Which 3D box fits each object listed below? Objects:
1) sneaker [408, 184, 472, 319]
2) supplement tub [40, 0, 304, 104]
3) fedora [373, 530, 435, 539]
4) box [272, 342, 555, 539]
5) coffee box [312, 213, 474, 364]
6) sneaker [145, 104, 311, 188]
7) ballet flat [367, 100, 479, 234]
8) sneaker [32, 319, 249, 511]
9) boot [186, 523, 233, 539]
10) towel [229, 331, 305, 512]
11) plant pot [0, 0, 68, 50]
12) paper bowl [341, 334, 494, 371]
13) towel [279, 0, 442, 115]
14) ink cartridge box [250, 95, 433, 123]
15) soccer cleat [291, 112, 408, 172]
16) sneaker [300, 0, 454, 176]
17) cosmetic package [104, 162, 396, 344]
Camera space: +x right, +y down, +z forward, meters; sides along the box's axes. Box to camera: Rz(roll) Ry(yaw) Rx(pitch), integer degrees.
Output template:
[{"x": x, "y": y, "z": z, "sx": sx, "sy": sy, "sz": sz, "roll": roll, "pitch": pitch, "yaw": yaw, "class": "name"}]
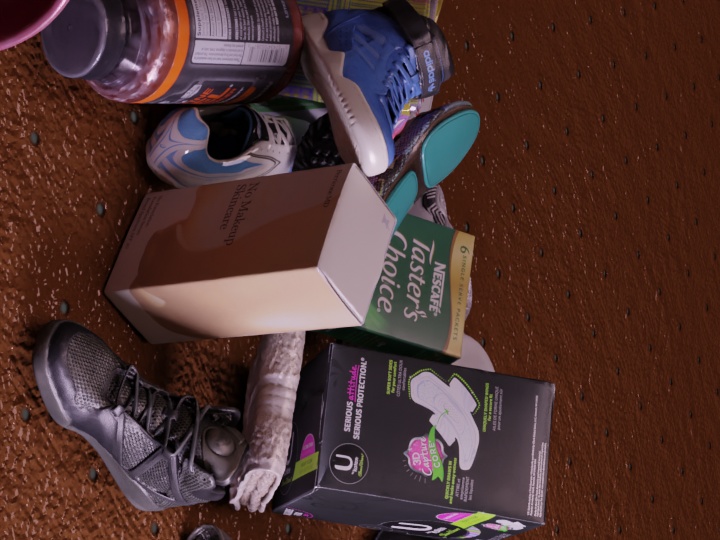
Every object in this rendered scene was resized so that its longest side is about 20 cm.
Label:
[{"x": 0.022, "y": -0.033, "z": 1.660, "sx": 0.114, "sy": 0.075, "sz": 0.200, "roll": 1, "pitch": 52, "yaw": -29, "class": "sneaker"}, {"x": -0.142, "y": -0.178, "z": 1.349, "sx": 0.200, "sy": 0.107, "sz": 0.107, "roll": -6, "pitch": 91, "yaw": -50, "class": "supplement tub"}, {"x": 0.074, "y": 0.325, "z": 1.698, "sx": 0.200, "sy": 0.091, "sz": 0.202, "roll": 11, "pitch": 78, "yaw": -60, "class": "fedora"}, {"x": 0.042, "y": 0.151, "z": 1.519, "sx": 0.199, "sy": 0.149, "sz": 0.125, "roll": 12, "pitch": 71, "yaw": -15, "class": "box"}, {"x": 0.000, "y": 0.000, "z": 1.552, "sx": 0.199, "sy": 0.044, "sz": 0.123, "roll": 19, "pitch": 65, "yaw": -21, "class": "coffee box"}, {"x": -0.088, "y": -0.102, "z": 1.460, "sx": 0.200, "sy": 0.072, "sz": 0.072, "roll": -8, "pitch": 69, "yaw": -54, "class": "sneaker"}, {"x": 0.030, "y": -0.090, "z": 1.545, "sx": 0.200, "sy": 0.074, "sz": 0.074, "roll": -48, "pitch": 127, "yaw": -41, "class": "ballet flat"}, {"x": -0.151, "y": 0.103, "z": 1.306, "sx": 0.200, "sy": 0.114, "sz": 0.076, "roll": 58, "pitch": 38, "yaw": -37, "class": "sneaker"}, {"x": -0.081, "y": 0.318, "z": 1.446, "sx": 0.200, "sy": 0.072, "sz": 0.183, "roll": 51, "pitch": 30, "yaw": -55, "class": "boot"}, {"x": -0.076, "y": 0.115, "z": 1.419, "sx": 0.200, "sy": 0.034, "sz": 0.133, "roll": 117, "pitch": -19, "yaw": -70, "class": "towel"}, {"x": -0.251, "y": -0.262, "z": 1.111, "sx": 0.179, "sy": 0.199, "sz": 0.200, "roll": -84, "pitch": 153, "yaw": -49, "class": "plant pot"}, {"x": 0.062, "y": 0.132, "z": 1.694, "sx": 0.200, "sy": 0.104, "sz": 0.202, "roll": 14, "pitch": 74, "yaw": -58, "class": "paper bowl"}, {"x": -0.035, "y": -0.199, "z": 1.485, "sx": 0.023, "sy": 0.199, "sz": 0.144, "roll": 90, "pitch": 8, "yaw": -64, "class": "towel"}, {"x": -0.019, "y": -0.174, "z": 1.604, "sx": 0.200, "sy": 0.084, "sz": 0.146, "roll": 47, "pitch": 50, "yaw": -49, "class": "ink cartridge box"}, {"x": 0.006, "y": -0.120, "z": 1.508, "sx": 0.200, "sy": 0.068, "sz": 0.073, "roll": -64, "pitch": 147, "yaw": -28, "class": "soccer cleat"}, {"x": 0.024, "y": -0.147, "z": 1.379, "sx": 0.200, "sy": 0.111, "sz": 0.077, "roll": -115, "pitch": -166, "yaw": -56, "class": "sneaker"}, {"x": -0.083, "y": -0.011, "z": 1.348, "sx": 0.071, "sy": 0.199, "sz": 0.105, "roll": 52, "pitch": 43, "yaw": -39, "class": "cosmetic package"}]
